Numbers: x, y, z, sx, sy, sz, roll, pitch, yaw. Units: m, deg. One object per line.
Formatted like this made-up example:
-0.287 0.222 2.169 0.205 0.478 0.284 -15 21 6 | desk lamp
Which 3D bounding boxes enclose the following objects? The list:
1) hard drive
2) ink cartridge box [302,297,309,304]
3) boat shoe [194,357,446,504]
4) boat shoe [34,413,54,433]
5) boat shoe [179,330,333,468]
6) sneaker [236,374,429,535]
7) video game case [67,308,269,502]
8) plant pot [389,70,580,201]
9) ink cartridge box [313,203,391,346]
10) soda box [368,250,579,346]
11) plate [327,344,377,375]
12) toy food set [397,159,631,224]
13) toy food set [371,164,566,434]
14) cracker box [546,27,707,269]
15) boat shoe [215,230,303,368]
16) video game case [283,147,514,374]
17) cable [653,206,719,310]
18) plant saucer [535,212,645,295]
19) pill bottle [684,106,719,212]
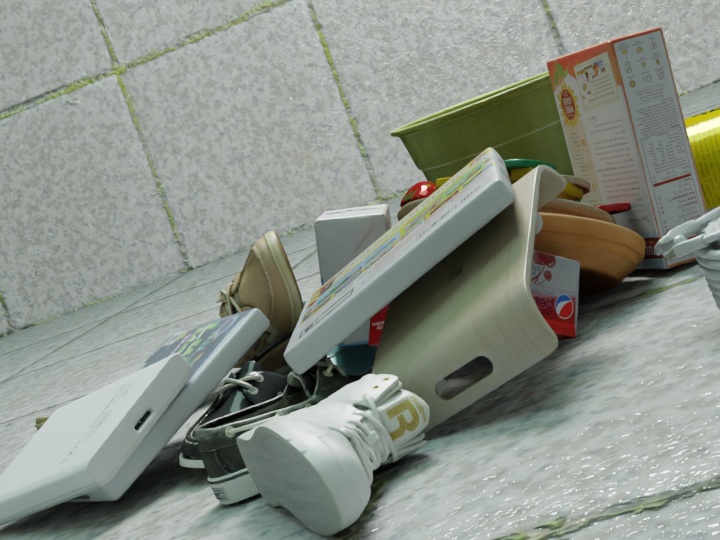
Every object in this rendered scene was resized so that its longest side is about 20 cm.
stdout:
-0.230 0.142 1.170 0.199 0.026 0.132 -26 22 47 | hard drive
-0.086 0.059 1.505 0.172 0.044 0.200 -13 -1 21 | ink cartridge box
-0.026 0.099 1.033 0.199 0.064 0.071 -24 7 -28 | boat shoe
-0.233 0.136 1.387 0.073 0.064 0.200 -15 9 40 | boat shoe
-0.083 0.102 1.167 0.073 0.061 0.200 4 19 32 | boat shoe
-0.004 0.103 0.891 0.115 0.074 0.200 -25 6 -15 | sneaker
-0.181 0.116 1.212 0.200 0.023 0.181 -49 17 -28 | video game case
0.154 -0.088 1.465 0.198 0.192 0.200 -20 5 2 | plant pot
0.000 0.000 1.353 0.067 0.116 0.200 -6 5 3 | ink cartridge box
0.088 0.029 1.171 0.069 0.064 0.199 11 -13 -32 | soda box
-0.054 0.093 1.362 0.198 0.026 0.200 -21 6 2 | plate
0.132 -0.048 1.249 0.197 0.049 0.199 -4 -14 38 | toy food set
0.087 0.022 1.025 0.143 0.060 0.201 -36 21 29 | toy food set
0.239 -0.103 1.271 0.057 0.202 0.134 -16 5 -16 | cracker box
-0.092 0.037 1.265 0.064 0.072 0.201 -15 -28 -14 | boat shoe
0.031 -0.012 1.078 0.200 0.023 0.182 -40 7 10 | video game case
0.326 -0.026 0.961 0.199 0.070 0.199 -23 8 -30 | cable
0.142 -0.010 1.217 0.198 0.038 0.200 3 -11 1 | plant saucer
0.334 -0.099 1.377 0.198 0.105 0.104 -18 7 24 | pill bottle
